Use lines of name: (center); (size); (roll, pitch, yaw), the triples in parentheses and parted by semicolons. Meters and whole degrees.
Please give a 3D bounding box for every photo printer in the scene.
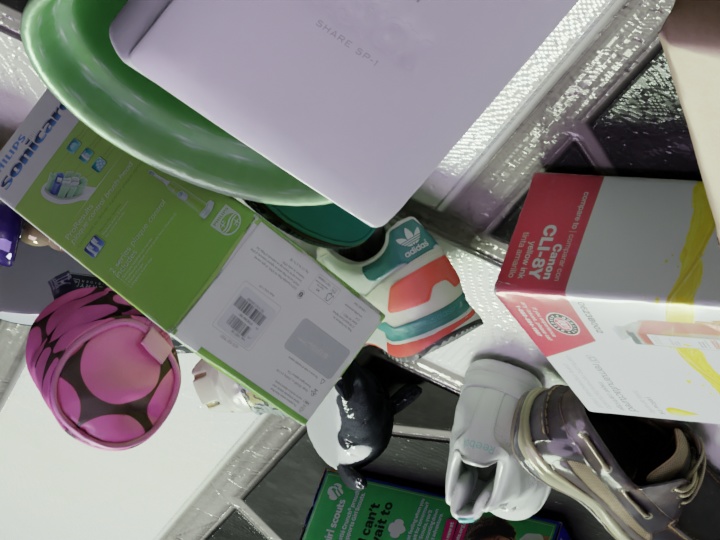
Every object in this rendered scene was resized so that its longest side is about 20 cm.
photo printer: (0.008, -0.138, 1.189); (0.166, 0.069, 0.200); (34, 109, -21)

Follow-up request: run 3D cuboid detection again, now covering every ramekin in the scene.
ramekin: (-0.066, -0.128, 1.343); (0.200, 0.098, 0.200); (18, 155, 9)

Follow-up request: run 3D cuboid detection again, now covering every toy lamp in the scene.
toy lamp: (-0.166, -0.018, 1.659); (0.200, 0.058, 0.058); (13, 157, -9)

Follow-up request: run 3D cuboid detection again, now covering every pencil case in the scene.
pencil case: (-0.161, 0.055, 1.634); (0.091, 0.094, 0.200); (57, 174, -13)

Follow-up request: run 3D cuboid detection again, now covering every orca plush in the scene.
orca plush: (0.004, 0.080, 1.781); (0.200, 0.071, 0.105); (86, 158, -59)

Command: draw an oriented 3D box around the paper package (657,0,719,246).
paper package: (0.254, -0.079, 1.178); (0.200, 0.104, 0.191); (11, 153, 24)

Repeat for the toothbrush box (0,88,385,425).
toothbrush box: (-0.105, -0.013, 1.517); (0.200, 0.086, 0.146); (37, 179, 39)

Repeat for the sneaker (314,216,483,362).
sneaker: (0.000, 0.000, 1.608); (0.200, 0.070, 0.093); (4, 119, 62)

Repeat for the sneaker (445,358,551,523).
sneaker: (0.086, 0.140, 1.773); (0.075, 0.089, 0.200); (13, 154, 15)

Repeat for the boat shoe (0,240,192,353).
boat shoe: (-0.195, 0.019, 1.788); (0.200, 0.072, 0.068); (8, 151, 12)

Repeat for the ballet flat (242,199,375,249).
ballet flat: (-0.071, -0.083, 1.497); (0.200, 0.074, 0.074); (39, 151, -28)

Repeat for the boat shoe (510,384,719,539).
boat shoe: (0.189, 0.135, 1.698); (0.200, 0.075, 0.073); (29, 149, -29)

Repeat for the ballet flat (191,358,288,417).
ballet flat: (-0.075, 0.066, 1.685); (0.072, 0.072, 0.200); (24, -178, -4)

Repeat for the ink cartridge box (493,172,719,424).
ink cartridge box: (0.198, 0.020, 1.444); (0.200, 0.083, 0.145); (4, 150, 34)

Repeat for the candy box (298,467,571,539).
candy box: (0.072, 0.238, 1.998); (0.200, 0.077, 0.169); (9, 154, 23)
